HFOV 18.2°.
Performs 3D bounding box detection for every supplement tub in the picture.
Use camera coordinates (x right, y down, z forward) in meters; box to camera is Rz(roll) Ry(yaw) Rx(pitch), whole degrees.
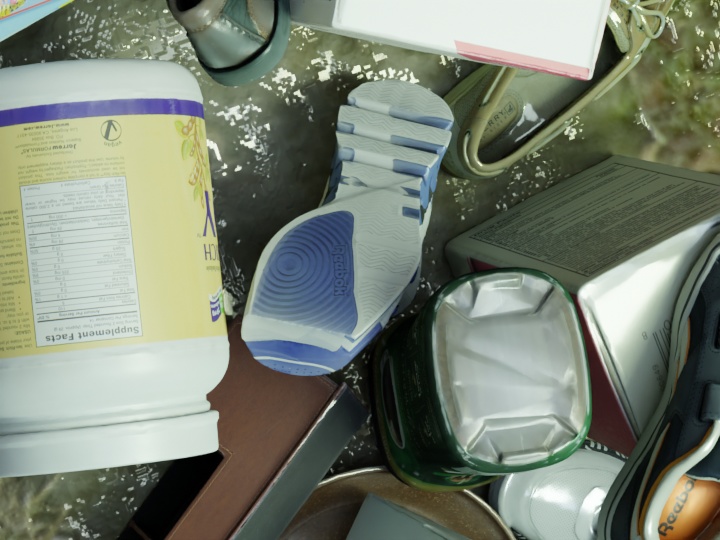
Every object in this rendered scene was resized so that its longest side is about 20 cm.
[{"bbox_3d":[-0.145,0.000,1.164,0.145,0.145,0.201,-6,89,-18],"label":"supplement tub"}]

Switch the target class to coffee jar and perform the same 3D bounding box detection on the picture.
[{"bbox_3d":[0.059,0.063,1.211,0.085,0.200,0.105,-7,83,-11],"label":"coffee jar"}]

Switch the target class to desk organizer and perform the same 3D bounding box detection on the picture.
[{"bbox_3d":[-0.089,0.130,1.245,0.077,0.072,0.200,34,83,18],"label":"desk organizer"}]

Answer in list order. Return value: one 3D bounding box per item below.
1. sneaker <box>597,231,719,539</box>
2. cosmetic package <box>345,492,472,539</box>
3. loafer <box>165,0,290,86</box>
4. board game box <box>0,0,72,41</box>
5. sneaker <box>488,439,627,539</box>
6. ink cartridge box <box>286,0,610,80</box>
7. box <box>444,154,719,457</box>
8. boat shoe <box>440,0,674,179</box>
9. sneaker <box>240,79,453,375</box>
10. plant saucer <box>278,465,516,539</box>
[{"bbox_3d":[0.190,0.069,1.131,0.078,0.079,0.201,20,92,-20],"label":"sneaker"},{"bbox_3d":[0.101,0.196,1.251,0.199,0.151,0.052,27,89,-19],"label":"cosmetic package"},{"bbox_3d":[-0.081,-0.191,1.171,0.072,0.201,0.063,-26,146,19],"label":"loafer"},{"bbox_3d":[-0.235,-0.153,1.133,0.200,0.103,0.105,-30,110,-9],"label":"board game box"},{"bbox_3d":[0.179,0.157,1.328,0.199,0.115,0.075,21,89,-19],"label":"sneaker"},{"bbox_3d":[0.029,-0.160,1.198,0.144,0.200,0.085,10,96,-19],"label":"ink cartridge box"},{"bbox_3d":[0.152,0.017,1.257,0.128,0.200,0.109,-27,105,-13],"label":"box"},{"bbox_3d":[0.124,-0.129,1.304,0.201,0.063,0.073,-42,107,-10],"label":"boat shoe"},{"bbox_3d":[0.000,-0.001,1.237,0.080,0.200,0.115,15,136,10],"label":"sneaker"},{"bbox_3d":[0.005,0.210,1.318,0.200,0.037,0.201,-2,97,-19],"label":"plant saucer"}]
